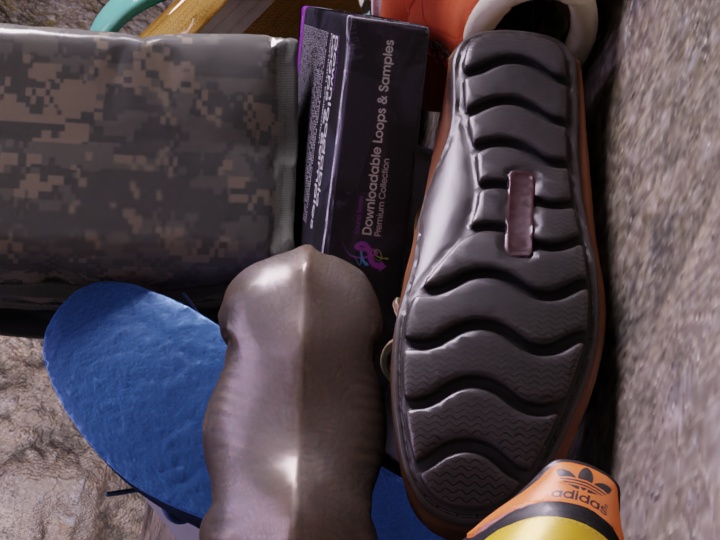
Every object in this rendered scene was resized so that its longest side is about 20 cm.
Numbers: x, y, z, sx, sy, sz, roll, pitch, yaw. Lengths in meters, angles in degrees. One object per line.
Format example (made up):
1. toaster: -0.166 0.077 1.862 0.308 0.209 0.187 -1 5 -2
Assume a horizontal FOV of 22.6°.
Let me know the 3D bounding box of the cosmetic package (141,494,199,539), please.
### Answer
1. cosmetic package: -0.063 0.076 0.869 0.200 0.081 0.113 36 142 55

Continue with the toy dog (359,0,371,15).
1. toy dog: 0.050 -0.205 0.912 0.132 0.096 0.200 -99 8 -60

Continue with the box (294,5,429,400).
1. box: -0.009 -0.035 0.746 0.200 0.036 0.143 -119 35 -79

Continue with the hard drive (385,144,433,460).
1. hard drive: 0.000 0.000 0.866 0.200 0.025 0.132 29 107 62

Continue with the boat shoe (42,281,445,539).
1. boat shoe: -0.043 0.082 0.701 0.084 0.200 0.069 -48 -19 -8

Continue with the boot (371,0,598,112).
1. boot: 0.050 -0.103 0.751 0.200 0.075 0.107 121 154 -62

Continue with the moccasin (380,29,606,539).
1. moccasin: 0.044 0.008 0.627 0.078 0.074 0.202 91 180 -50

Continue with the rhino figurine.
1. rhino figurine: -0.023 0.083 0.576 0.087 0.060 0.200 106 167 -60

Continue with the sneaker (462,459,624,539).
1. sneaker: 0.037 0.135 0.552 0.200 0.070 0.090 113 -178 -50

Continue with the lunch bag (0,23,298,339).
1. lunch bag: -0.117 -0.029 0.802 0.200 0.164 0.118 123 148 -76

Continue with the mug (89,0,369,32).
1. mug: -0.046 -0.131 1.052 0.185 0.152 0.115 -11 -54 -51

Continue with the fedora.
1. fedora: -0.053 -0.118 0.908 0.201 0.082 0.201 -41 12 10
